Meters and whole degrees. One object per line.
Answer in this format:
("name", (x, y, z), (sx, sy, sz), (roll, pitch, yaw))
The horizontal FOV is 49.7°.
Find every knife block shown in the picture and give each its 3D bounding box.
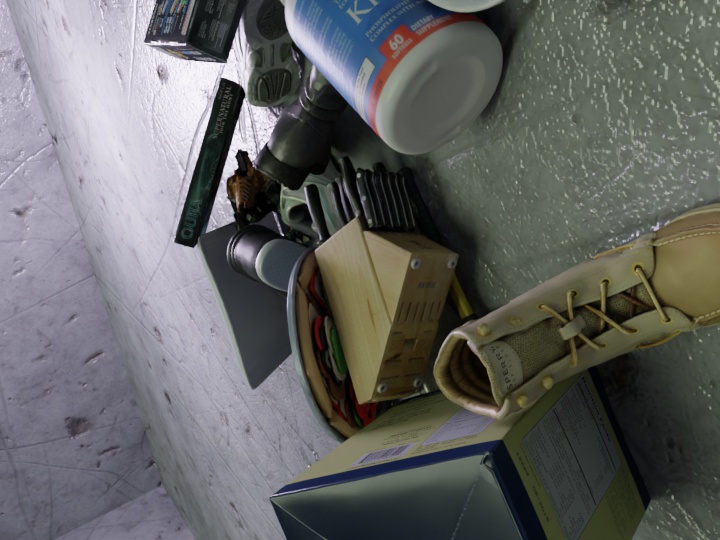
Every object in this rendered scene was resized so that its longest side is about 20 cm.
("knife block", (0.000, 0.000, 0.732), (0.175, 0.064, 0.201), (29, 110, 45))

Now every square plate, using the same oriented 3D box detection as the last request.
("square plate", (-0.137, 0.028, 1.017), (0.028, 0.200, 0.199), (-13, 102, 23))

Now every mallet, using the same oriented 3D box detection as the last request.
("mallet", (0.082, -0.007, 0.716), (0.066, 0.041, 0.201), (-30, 79, 64))

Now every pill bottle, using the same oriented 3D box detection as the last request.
("pill bottle", (0.009, -0.193, 0.611), (0.200, 0.112, 0.112), (51, 150, 28))

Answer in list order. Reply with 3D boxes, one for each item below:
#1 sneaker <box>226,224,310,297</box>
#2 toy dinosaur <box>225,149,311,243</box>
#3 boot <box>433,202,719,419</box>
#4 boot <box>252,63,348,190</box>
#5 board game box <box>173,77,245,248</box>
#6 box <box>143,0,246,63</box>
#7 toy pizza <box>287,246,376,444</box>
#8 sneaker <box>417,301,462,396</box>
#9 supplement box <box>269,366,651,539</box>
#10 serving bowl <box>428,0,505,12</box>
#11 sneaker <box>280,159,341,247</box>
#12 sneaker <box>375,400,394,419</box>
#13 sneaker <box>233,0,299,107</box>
("sneaker", (-0.066, 0.003, 0.872), (0.099, 0.071, 0.200), (27, 177, 43))
("toy dinosaur", (-0.128, -0.082, 0.946), (0.102, 0.200, 0.136), (-19, 98, 26))
("boot", (0.143, 0.030, 0.481), (0.073, 0.155, 0.200), (66, 155, 3))
("boot", (-0.036, -0.161, 0.768), (0.132, 0.070, 0.200), (-58, 11, 20))
("board game box", (-0.184, -0.133, 0.962), (0.135, 0.028, 0.201), (-124, 51, -80))
("box", (-0.149, -0.313, 0.778), (0.159, 0.046, 0.201), (26, 99, 57))
("toy pizza", (-0.016, 0.072, 0.769), (0.200, 0.032, 0.201), (-14, -90, -73))
("sneaker", (0.057, 0.069, 0.784), (0.085, 0.075, 0.200), (114, 138, -55))
("supplement box", (0.082, 0.174, 0.594), (0.200, 0.200, 0.135), (-22, 90, 36))
("serving bowl", (0.077, -0.267, 0.474), (0.200, 0.066, 0.201), (45, 147, 39))
("sneaker", (-0.062, -0.093, 0.872), (0.200, 0.080, 0.071), (44, 148, 42))
("sneaker", (-0.023, 0.098, 0.967), (0.091, 0.076, 0.201), (-165, 60, -71))
("sneaker", (-0.107, -0.271, 0.822), (0.100, 0.078, 0.200), (61, 152, 24))
